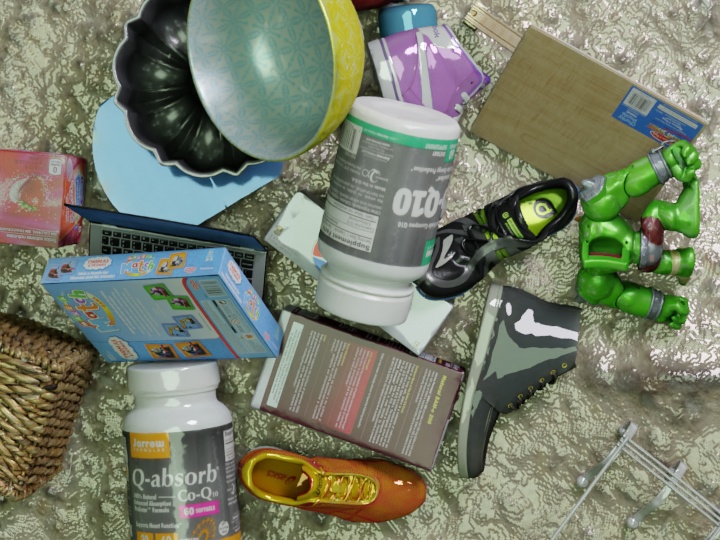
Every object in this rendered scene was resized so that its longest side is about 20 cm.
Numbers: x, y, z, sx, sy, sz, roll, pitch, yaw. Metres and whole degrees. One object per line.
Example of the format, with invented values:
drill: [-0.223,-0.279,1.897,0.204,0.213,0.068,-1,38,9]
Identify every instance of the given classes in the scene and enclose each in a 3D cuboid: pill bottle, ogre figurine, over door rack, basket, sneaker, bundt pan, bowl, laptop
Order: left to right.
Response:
basket: [-0.363,0.130,1.716,0.141,0.200,0.150,20,95,1]
laptop: [-0.194,0.011,1.706,0.185,0.116,0.202,10,119,4]
pill bottle: [-0.185,0.196,1.751,0.115,0.116,0.202,-4,93,4]
bundt pan: [-0.146,-0.190,1.714,0.199,0.076,0.204,0,87,-1]
bowl: [-0.060,-0.212,1.615,0.199,0.107,0.202,17,116,40]
sneaker: [-0.029,0.226,1.759,0.198,0.077,0.074,6,93,-7]
pill bottle: [0.021,-0.057,1.647,0.112,0.113,0.202,14,106,3]
sneaker: [0.084,-0.147,1.719,0.113,0.073,0.202,-16,115,-3]
sneaker: [0.134,-0.040,1.712,0.198,0.083,0.071,-30,79,-12]
sneaker: [0.161,0.122,1.742,0.105,0.075,0.202,12,93,5]
over door rack: [0.270,0.276,1.740,0.147,0.067,0.201,37,74,1]
ogre figurine: [0.274,-0.033,1.701,0.118,0.201,0.099,-2,51,-1]

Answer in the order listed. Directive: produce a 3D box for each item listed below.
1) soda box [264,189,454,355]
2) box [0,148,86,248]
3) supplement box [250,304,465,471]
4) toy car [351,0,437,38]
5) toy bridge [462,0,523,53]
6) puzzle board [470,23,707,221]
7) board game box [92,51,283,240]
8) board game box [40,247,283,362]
soda box: [0.000,0.000,1.751,0.199,0.068,0.064,36,96,1]
box: [-0.389,-0.079,1.757,0.198,0.100,0.097,5,94,3]
supplement box: [-0.002,0.119,1.761,0.198,0.061,0.110,20,95,4]
toy car: [-0.008,-0.317,1.668,0.175,0.200,0.187,-5,93,4]
toy bridge: [0.189,-0.204,1.727,0.199,0.067,0.027,37,95,2]
puzzle board: [0.226,-0.146,1.705,0.199,0.017,0.151,28,135,-2]
board game box: [-0.178,-0.132,1.772,0.199,0.039,0.159,-31,90,-2]
board game box: [-0.196,0.038,1.705,0.198,0.152,0.037,-3,55,21]
